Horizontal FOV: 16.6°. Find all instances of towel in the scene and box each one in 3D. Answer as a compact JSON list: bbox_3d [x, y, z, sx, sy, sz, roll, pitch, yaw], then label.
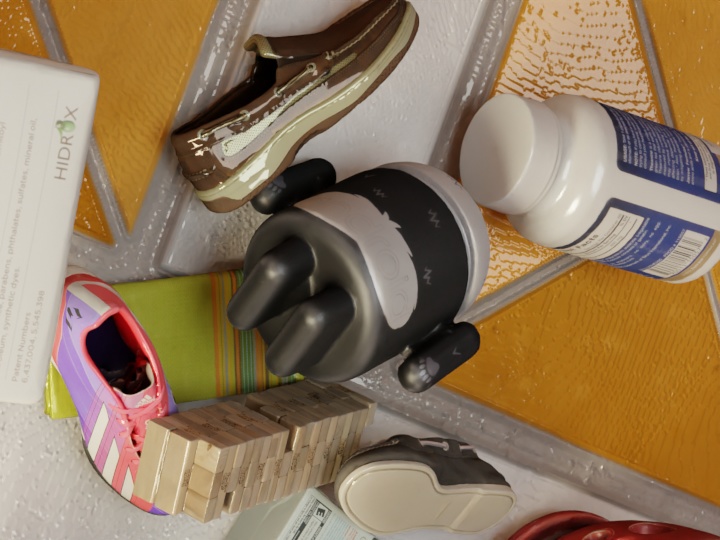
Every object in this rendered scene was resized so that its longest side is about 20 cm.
[{"bbox_3d":[-0.125,0.046,1.664,0.199,0.018,0.087,-7,98,-34],"label":"towel"}]

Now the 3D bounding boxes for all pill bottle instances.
[{"bbox_3d":[0.172,-0.064,1.793,0.199,0.111,0.112,15,89,-35],"label":"pill bottle"}]

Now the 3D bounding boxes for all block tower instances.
[{"bbox_3d":[-0.067,0.118,1.640,0.199,0.054,0.058,-13,123,-56],"label":"block tower"}]

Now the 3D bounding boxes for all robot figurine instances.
[{"bbox_3d":[0.000,0.002,1.664,0.199,0.124,0.152,-28,111,-47],"label":"robot figurine"}]

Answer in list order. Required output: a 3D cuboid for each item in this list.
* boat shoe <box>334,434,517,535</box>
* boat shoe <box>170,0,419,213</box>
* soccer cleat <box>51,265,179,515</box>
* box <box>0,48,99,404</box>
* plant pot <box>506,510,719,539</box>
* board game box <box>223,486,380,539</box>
[{"bbox_3d":[0.035,0.146,1.738,0.067,0.057,0.199,-49,147,17],"label":"boat shoe"},{"bbox_3d":[-0.045,-0.130,1.657,0.202,0.075,0.075,-46,114,-20],"label":"boat shoe"},{"bbox_3d":[-0.148,0.088,1.595,0.068,0.073,0.201,-36,124,-21],"label":"soccer cleat"},{"bbox_3d":[-0.281,-0.040,1.428,0.170,0.198,0.202,10,92,-35],"label":"box"},{"bbox_3d":[0.193,0.278,1.817,0.199,0.182,0.202,-6,100,-33],"label":"plant pot"},{"bbox_3d":[-0.023,0.256,1.738,0.200,0.064,0.148,42,75,-30],"label":"board game box"}]
